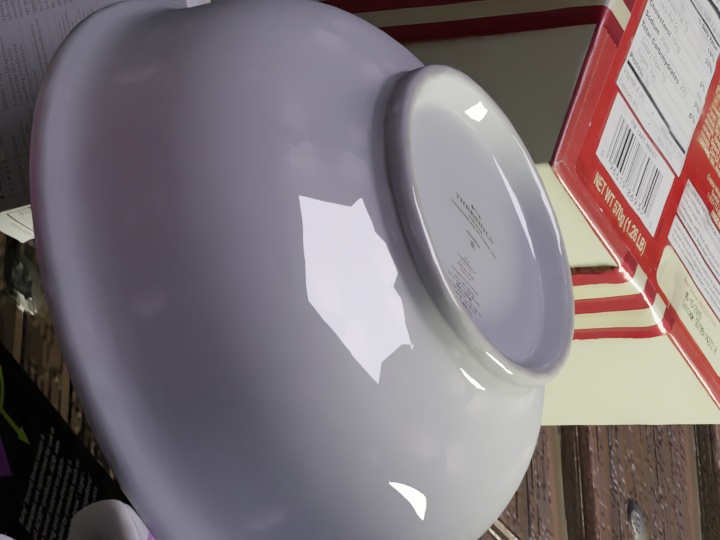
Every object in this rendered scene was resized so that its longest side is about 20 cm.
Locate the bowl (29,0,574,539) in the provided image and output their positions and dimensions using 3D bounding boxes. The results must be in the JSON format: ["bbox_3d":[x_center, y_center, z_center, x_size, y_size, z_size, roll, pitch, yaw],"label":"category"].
[{"bbox_3d":[0.000,0.000,0.831,0.201,0.090,0.201,43,36,-42],"label":"bowl"}]

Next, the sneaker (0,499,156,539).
[{"bbox_3d":[-0.109,0.125,0.711,0.200,0.075,0.100,-31,100,-48],"label":"sneaker"}]

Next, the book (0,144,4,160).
[{"bbox_3d":[-0.176,-0.047,0.726,0.134,0.048,0.200,55,27,-6],"label":"book"}]

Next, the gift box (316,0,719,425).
[{"bbox_3d":[0.041,-0.041,1.075,0.185,0.187,0.200,56,47,-37],"label":"gift box"}]

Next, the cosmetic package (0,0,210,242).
[{"bbox_3d":[-0.100,-0.117,0.929,0.051,0.082,0.200,47,29,-78],"label":"cosmetic package"}]

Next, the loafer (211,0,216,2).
[{"bbox_3d":[-0.092,-0.174,1.017,0.200,0.076,0.067,62,26,-1],"label":"loafer"}]

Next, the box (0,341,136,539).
[{"bbox_3d":[-0.109,0.095,0.817,0.200,0.036,0.143,57,27,-34],"label":"box"}]
